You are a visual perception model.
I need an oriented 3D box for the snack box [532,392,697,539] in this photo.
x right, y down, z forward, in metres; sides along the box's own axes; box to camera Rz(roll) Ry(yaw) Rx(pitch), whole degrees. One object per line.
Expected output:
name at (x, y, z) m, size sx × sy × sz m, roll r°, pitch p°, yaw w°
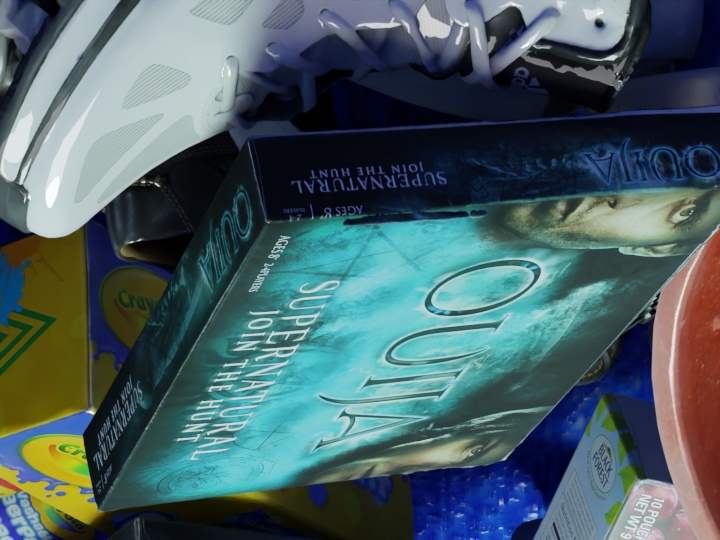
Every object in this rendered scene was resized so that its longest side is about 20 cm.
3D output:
snack box at (0.150, 0.129, 0.939) m, size 0.200 × 0.053 × 0.142 m, roll 14°, pitch 120°, yaw -17°

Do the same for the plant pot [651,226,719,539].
plant pot at (0.220, 0.016, 0.789) m, size 0.195 × 0.201 × 0.201 m, roll -31°, pitch 169°, yaw -41°

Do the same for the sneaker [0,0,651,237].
sneaker at (0.003, -0.062, 0.706) m, size 0.115 × 0.201 × 0.076 m, roll 42°, pitch 177°, yaw 6°

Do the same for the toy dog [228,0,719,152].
toy dog at (0.015, -0.068, 0.800) m, size 0.200 × 0.132 × 0.096 m, roll 11°, pitch 175°, yaw -2°

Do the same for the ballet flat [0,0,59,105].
ballet flat at (-0.095, -0.106, 0.700) m, size 0.073 × 0.073 × 0.200 m, roll 9°, pitch 119°, yaw -11°

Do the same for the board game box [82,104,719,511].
board game box at (0.009, 0.014, 0.775) m, size 0.135 × 0.028 × 0.200 m, roll -5°, pitch 157°, yaw -20°

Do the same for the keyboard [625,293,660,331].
keyboard at (0.142, -0.045, 0.830) m, size 0.021 × 0.127 × 0.200 m, roll 49°, pitch 131°, yaw 4°

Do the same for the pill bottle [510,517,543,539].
pill bottle at (0.162, 0.123, 1.062) m, size 0.200 × 0.114 × 0.114 m, roll -12°, pitch 144°, yaw 19°

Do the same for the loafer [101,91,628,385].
loafer at (0.000, 0.000, 0.870) m, size 0.200 × 0.072 × 0.073 m, roll 25°, pitch 145°, yaw -26°

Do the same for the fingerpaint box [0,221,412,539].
fingerpaint box at (-0.103, 0.071, 0.990) m, size 0.167 × 0.073 × 0.200 m, roll -18°, pitch 151°, yaw 26°

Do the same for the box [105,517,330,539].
box at (-0.033, 0.146, 1.004) m, size 0.200 × 0.046 × 0.159 m, roll 11°, pitch 148°, yaw -33°

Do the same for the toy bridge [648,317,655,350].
toy bridge at (0.039, -0.017, 0.935) m, size 0.200 × 0.027 × 0.067 m, roll 13°, pitch 144°, yaw -15°
